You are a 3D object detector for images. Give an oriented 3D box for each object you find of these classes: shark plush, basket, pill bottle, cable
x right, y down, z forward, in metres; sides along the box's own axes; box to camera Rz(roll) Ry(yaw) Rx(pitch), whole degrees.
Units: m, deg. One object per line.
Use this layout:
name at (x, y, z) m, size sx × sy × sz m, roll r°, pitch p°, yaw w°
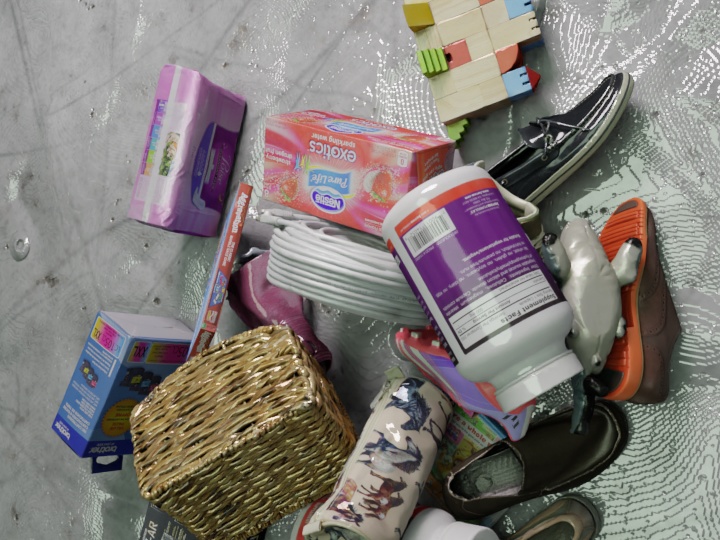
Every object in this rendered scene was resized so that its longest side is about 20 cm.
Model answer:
shark plush at (0.217, 0.048, 0.721) m, size 0.090 × 0.083 × 0.201 m, roll -9°, pitch 82°, yaw -5°
basket at (-0.118, 0.168, 0.805) m, size 0.199 × 0.149 × 0.143 m, roll -30°, pitch 44°, yaw 2°
pill bottle at (0.108, 0.017, 0.673) m, size 0.112 × 0.112 × 0.201 m, roll -34°, pitch 76°, yaw 21°
cable at (0.000, 0.000, 0.806) m, size 0.200 × 0.199 × 0.070 m, roll 28°, pitch 105°, yaw 52°
pill bottle at (0.035, 0.291, 0.774) m, size 0.199 × 0.114 × 0.115 m, roll -4°, pitch 83°, yaw 37°

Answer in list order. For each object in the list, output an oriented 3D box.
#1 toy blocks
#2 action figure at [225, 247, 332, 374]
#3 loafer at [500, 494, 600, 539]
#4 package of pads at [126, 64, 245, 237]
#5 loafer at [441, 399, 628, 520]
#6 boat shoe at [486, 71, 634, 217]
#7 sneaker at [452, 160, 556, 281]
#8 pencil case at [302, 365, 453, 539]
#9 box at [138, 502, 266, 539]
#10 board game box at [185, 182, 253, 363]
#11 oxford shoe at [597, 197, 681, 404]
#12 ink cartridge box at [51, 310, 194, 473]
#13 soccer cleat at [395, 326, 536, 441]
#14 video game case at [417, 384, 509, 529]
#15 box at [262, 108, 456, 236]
toy blocks at (0.133, -0.250, 0.826) m, size 0.136 × 0.100 × 0.201 m, roll -17°, pitch 88°, yaw 17°
action figure at (-0.079, 0.075, 0.915) m, size 0.149 × 0.134 × 0.200 m, roll -36°, pitch 66°, yaw -8°
loafer at (0.155, 0.302, 0.771) m, size 0.072 × 0.063 × 0.200 m, roll 45°, pitch 106°, yaw 23°
package of pads at (-0.217, -0.147, 0.983) m, size 0.075 × 0.120 × 0.201 m, roll 13°, pitch 91°, yaw 23°
loafer at (0.169, 0.188, 0.751) m, size 0.199 × 0.071 × 0.073 m, roll -30°, pitch 67°, yaw 6°
boat shoe at (0.191, -0.128, 0.781) m, size 0.062 × 0.075 × 0.200 m, roll 41°, pitch 112°, yaw -10°
sneaker at (0.150, -0.023, 0.759) m, size 0.200 × 0.067 × 0.090 m, roll 47°, pitch 138°, yaw 3°
pencil case at (0.019, 0.191, 0.740) m, size 0.089 × 0.200 × 0.078 m, roll 41°, pitch 137°, yaw -8°
box at (-0.193, 0.305, 0.971) m, size 0.159 × 0.043 × 0.201 m, roll 16°, pitch 93°, yaw 29°
board game box at (-0.167, 0.004, 0.918) m, size 0.103 × 0.019 × 0.201 m, roll 128°, pitch 155°, yaw -55°
oxford shoe at (0.267, 0.030, 0.745) m, size 0.071 × 0.072 × 0.201 m, roll 158°, pitch 124°, yaw -64°
ink cartridge box at (-0.300, 0.160, 0.990) m, size 0.076 × 0.136 × 0.201 m, roll 31°, pitch 100°, yaw 32°
soccer cleat at (0.099, 0.107, 0.791) m, size 0.200 × 0.066 × 0.077 m, roll 17°, pitch 109°, yaw 54°
video game case at (0.082, 0.237, 0.843) m, size 0.143 × 0.018 × 0.200 m, roll 44°, pitch 106°, yaw 25°
box at (-0.006, -0.110, 0.862) m, size 0.199 × 0.094 × 0.103 m, roll 20°, pitch 116°, yaw 31°
